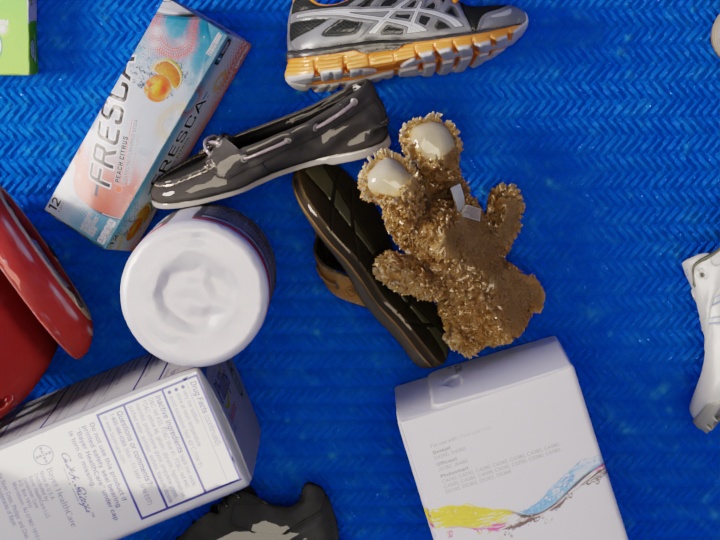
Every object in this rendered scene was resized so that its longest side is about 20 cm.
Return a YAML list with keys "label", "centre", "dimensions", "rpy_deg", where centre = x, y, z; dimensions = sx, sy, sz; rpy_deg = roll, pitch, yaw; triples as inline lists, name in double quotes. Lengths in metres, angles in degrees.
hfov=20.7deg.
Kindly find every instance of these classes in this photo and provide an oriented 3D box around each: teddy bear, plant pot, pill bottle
- label: "teddy bear"
  centre: [0.068, -0.028, 1.584]
  dimensions: [0.200, 0.067, 0.145]
  rpy_deg: [42, 63, -31]
- label: "plant pot"
  centre: [-0.325, 0.029, 1.543]
  dimensions: [0.182, 0.200, 0.201]
  rpy_deg: [-36, 96, -4]
- label: "pill bottle"
  centre: [-0.122, 0.006, 1.535]
  dimensions: [0.111, 0.200, 0.111]
  rpy_deg: [0, 97, 0]

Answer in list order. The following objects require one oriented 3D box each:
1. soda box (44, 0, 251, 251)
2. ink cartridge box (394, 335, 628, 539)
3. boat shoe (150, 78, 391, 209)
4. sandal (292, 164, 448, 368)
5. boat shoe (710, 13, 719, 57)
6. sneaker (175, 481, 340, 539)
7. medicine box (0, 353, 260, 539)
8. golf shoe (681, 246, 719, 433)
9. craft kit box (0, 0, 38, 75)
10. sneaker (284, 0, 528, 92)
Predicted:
- label: "soda box"
  centre: [-0.170, -0.115, 1.580]
  dimensions: [0.064, 0.068, 0.200]
  rpy_deg: [31, 96, 13]
- label: "ink cartridge box"
  centre: [0.124, 0.176, 1.586]
  dimensions: [0.146, 0.147, 0.200]
  rpy_deg: [-18, 98, 2]
- label: "boat shoe"
  centre: [-0.075, -0.102, 1.567]
  dimensions: [0.200, 0.067, 0.057]
  rpy_deg: [-16, 110, -6]
- label: "sandal"
  centre: [0.000, 0.000, 1.609]
  dimensions: [0.055, 0.082, 0.200]
  rpy_deg: [-30, 102, 29]
- label: "boat shoe"
  centre: [0.363, -0.242, 1.575]
  dimensions: [0.071, 0.065, 0.200]
  rpy_deg: [38, 96, -5]
- label: "sneaker"
  centre: [-0.113, 0.225, 1.637]
  dimensions: [0.200, 0.076, 0.091]
  rpy_deg: [-11, 88, -6]
- label: "medicine box"
  centre: [-0.190, 0.140, 1.561]
  dimensions: [0.200, 0.182, 0.103]
  rpy_deg: [-21, 98, 3]
- label: "golf shoe"
  centre: [0.301, 0.031, 1.618]
  dimensions: [0.097, 0.078, 0.200]
  rpy_deg: [25, 91, 14]
- label: "craft kit box"
  centre: [-0.361, -0.255, 1.581]
  dimensions: [0.200, 0.049, 0.198]
  rpy_deg: [0, 100, 0]
- label: "sneaker"
  centre: [0.035, -0.196, 1.577]
  dimensions: [0.200, 0.078, 0.077]
  rpy_deg: [-8, 80, -5]
